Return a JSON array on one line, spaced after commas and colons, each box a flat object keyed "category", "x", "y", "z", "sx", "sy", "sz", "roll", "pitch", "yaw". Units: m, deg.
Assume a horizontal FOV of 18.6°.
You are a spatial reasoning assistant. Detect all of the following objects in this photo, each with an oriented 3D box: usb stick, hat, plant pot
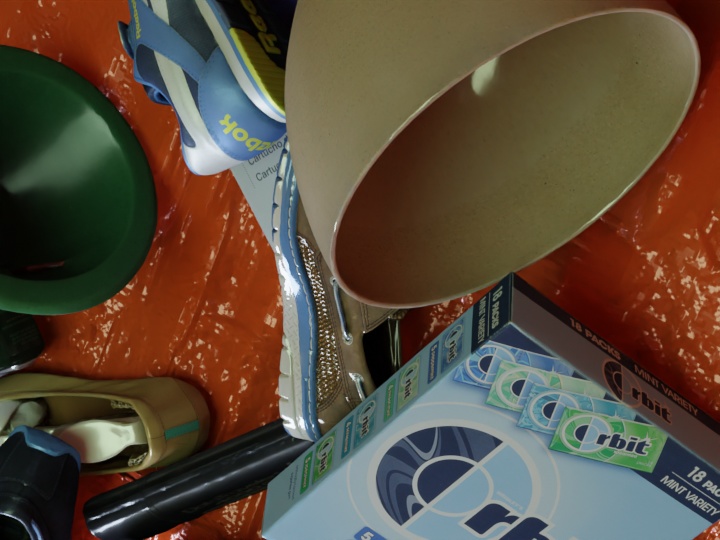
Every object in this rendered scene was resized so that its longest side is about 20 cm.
[{"category": "usb stick", "x": -0.079, "y": 0.118, "z": 1.277, "sx": 0.199, "sy": 0.055, "sz": 0.033, "roll": -24, "pitch": 67, "yaw": 32}, {"category": "hat", "x": -0.244, "y": -0.019, "z": 1.278, "sx": 0.176, "sy": 0.199, "sz": 0.167, "roll": -36, "pitch": 63, "yaw": 47}, {"category": "plant pot", "x": 0.042, "y": -0.098, "z": 1.042, "sx": 0.200, "sy": 0.200, "sz": 0.135, "roll": -49, "pitch": 60, "yaw": 30}]

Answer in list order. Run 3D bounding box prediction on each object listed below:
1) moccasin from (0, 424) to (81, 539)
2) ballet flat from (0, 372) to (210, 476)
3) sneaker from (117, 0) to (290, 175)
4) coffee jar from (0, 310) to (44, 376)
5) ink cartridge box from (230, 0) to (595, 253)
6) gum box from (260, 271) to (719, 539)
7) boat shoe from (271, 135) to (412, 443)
[{"category": "moccasin", "x": -0.215, "y": 0.169, "z": 1.318, "sx": 0.080, "sy": 0.068, "sz": 0.201, "roll": 18, "pitch": 141, "yaw": 7}, {"category": "ballet flat", "x": -0.184, "y": 0.096, "z": 1.325, "sx": 0.199, "sy": 0.063, "sz": 0.069, "roll": -10, "pitch": 98, "yaw": 31}, {"category": "sneaker", "x": -0.099, "y": -0.140, "z": 1.184, "sx": 0.082, "sy": 0.074, "sz": 0.201, "roll": -43, "pitch": 60, "yaw": 28}, {"category": "coffee jar", "x": -0.276, "y": -0.019, "z": 1.332, "sx": 0.104, "sy": 0.085, "sz": 0.201, "roll": -21, "pitch": 93, "yaw": 22}, {"category": "ink cartridge box", "x": 0.010, "y": -0.093, "z": 1.178, "sx": 0.199, "sy": 0.041, "sz": 0.201, "roll": -30, "pitch": 88, "yaw": 32}, {"category": "gum box", "x": 0.075, "y": 0.115, "z": 1.147, "sx": 0.170, "sy": 0.045, "sz": 0.200, "roll": 35, "pitch": 122, "yaw": -21}, {"category": "boat shoe", "x": 0.000, "y": 0.000, "z": 1.151, "sx": 0.072, "sy": 0.072, "sz": 0.201, "roll": 10, "pitch": 120, "yaw": 21}]
